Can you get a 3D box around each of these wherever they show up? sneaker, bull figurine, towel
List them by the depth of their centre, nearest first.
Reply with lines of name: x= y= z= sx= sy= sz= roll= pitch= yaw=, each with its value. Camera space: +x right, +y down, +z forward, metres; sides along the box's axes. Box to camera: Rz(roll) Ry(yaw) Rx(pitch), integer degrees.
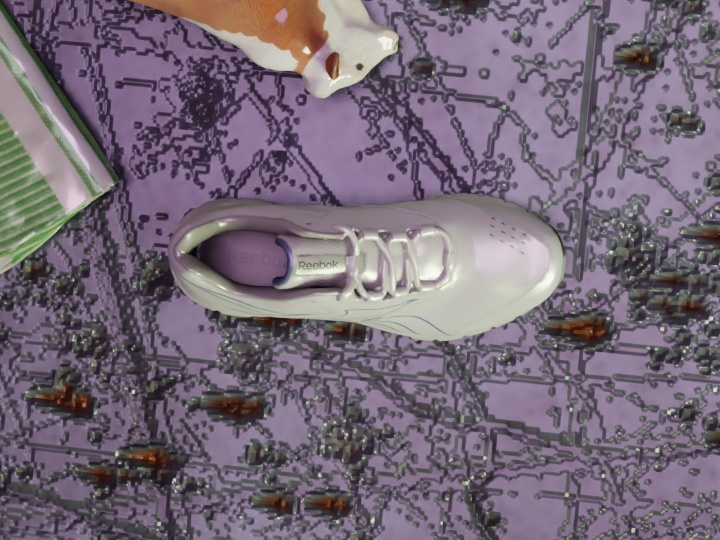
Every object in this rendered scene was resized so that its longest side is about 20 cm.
sneaker: x=0.000 y=0.000 z=0.898 sx=0.198 sy=0.087 sz=0.075 roll=-2 pitch=92 yaw=5
bull figurine: x=-0.069 y=-0.165 z=0.907 sx=0.199 sy=0.065 sz=0.122 roll=18 pitch=92 yaw=3
towel: x=-0.241 y=-0.047 z=0.955 sx=0.199 sy=0.023 sz=0.153 roll=-34 pitch=88 yaw=9
